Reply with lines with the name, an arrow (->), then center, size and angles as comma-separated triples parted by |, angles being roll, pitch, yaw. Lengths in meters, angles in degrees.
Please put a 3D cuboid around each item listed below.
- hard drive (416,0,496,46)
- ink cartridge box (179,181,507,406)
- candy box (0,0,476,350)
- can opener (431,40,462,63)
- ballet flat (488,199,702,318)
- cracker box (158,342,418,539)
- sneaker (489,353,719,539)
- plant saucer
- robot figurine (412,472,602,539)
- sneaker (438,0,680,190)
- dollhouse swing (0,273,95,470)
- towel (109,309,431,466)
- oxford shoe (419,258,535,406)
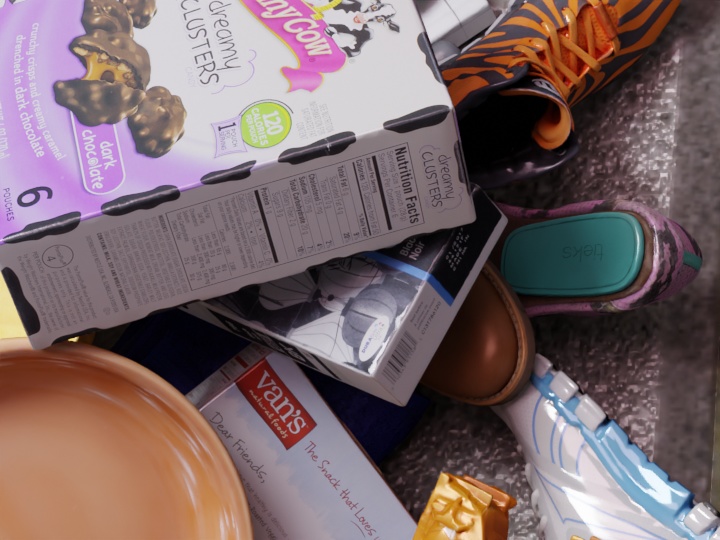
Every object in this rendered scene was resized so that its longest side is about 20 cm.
hard drive -> -0.041, -0.132, 1.199 | 0.199, 0.027, 0.132 | -34, 59, 2
ink cartridge box -> -0.038, -0.018, 0.991 | 0.199, 0.039, 0.100 | 20, 76, 37
candy box -> -0.066, -0.073, 0.944 | 0.198, 0.072, 0.169 | -17, 47, -1
can opener -> -0.015, -0.038, 1.140 | 0.199, 0.053, 0.067 | -37, 91, -1
ballet flat -> 0.078, -0.001, 1.059 | 0.199, 0.071, 0.070 | -1, 77, 39
cracker box -> -0.078, 0.144, 1.014 | 0.199, 0.058, 0.134 | -38, 100, -5
sneaker -> 0.103, 0.113, 1.005 | 0.087, 0.075, 0.200 | -46, 59, 0
plant saucer -> -0.146, 0.126, 0.946 | 0.198, 0.037, 0.202 | -2, 98, -12
robot figurine -> 0.047, 0.202, 0.961 | 0.144, 0.058, 0.202 | 24, 95, 32
sneaker -> 0.099, -0.097, 1.072 | 0.200, 0.078, 0.112 | -40, 20, -5
dollhouse swing -> -0.175, 0.020, 1.089 | 0.180, 0.176, 0.202 | 11, 69, 21
towel -> -0.081, 0.088, 1.070 | 0.147, 0.050, 0.200 | 40, 86, 12
oxford shoe -> 0.000, 0.000, 1.033 | 0.200, 0.071, 0.072 | 38, 109, 33
